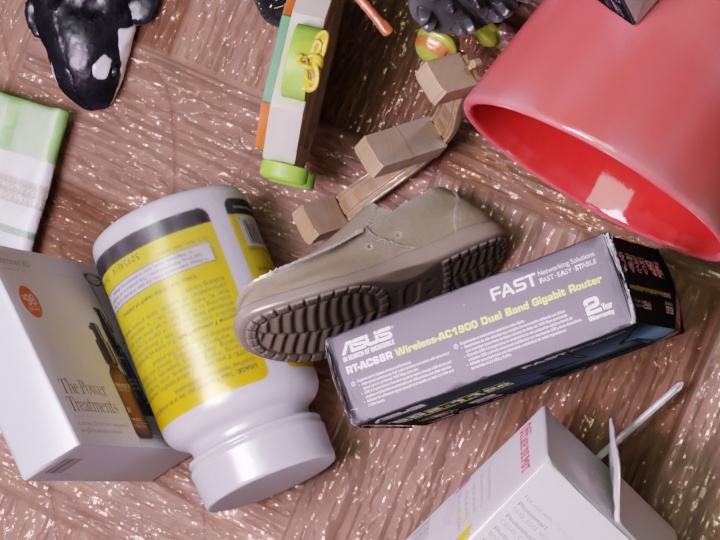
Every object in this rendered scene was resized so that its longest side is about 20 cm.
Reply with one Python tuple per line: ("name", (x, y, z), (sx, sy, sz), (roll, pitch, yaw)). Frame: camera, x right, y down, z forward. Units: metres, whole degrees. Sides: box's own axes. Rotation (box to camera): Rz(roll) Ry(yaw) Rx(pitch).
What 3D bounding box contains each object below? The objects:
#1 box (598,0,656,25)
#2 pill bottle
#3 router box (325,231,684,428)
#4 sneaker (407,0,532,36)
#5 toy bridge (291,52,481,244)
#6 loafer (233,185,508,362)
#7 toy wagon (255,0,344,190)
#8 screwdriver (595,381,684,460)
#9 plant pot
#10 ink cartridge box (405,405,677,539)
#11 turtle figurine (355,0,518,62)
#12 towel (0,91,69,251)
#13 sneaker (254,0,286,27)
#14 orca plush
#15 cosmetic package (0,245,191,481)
("box", (0.122, -0.253, 1.477), (0.200, 0.060, 0.117), (38, 87, 25))
("pill bottle", (-0.097, 0.054, 1.663), (0.114, 0.114, 0.201), (-26, 77, 16))
("router box", (0.096, 0.042, 1.574), (0.199, 0.150, 0.062), (-22, 79, 17))
("sneaker", (0.100, -0.233, 1.562), (0.200, 0.071, 0.098), (-46, 39, 0))
("toy bridge", (0.028, -0.083, 1.627), (0.027, 0.067, 0.200), (59, 139, 14))
("loafer", (0.000, 0.000, 1.627), (0.199, 0.076, 0.068), (-18, 54, -23))
("toy wagon", (-0.036, -0.134, 1.613), (0.039, 0.200, 0.156), (13, 90, 3))
("screwdriver", (0.137, 0.139, 1.613), (0.200, 0.029, 0.028), (-44, 73, 17))
("plant pot", (0.191, -0.129, 1.542), (0.200, 0.200, 0.178), (29, 84, 20))
("ink cartridge box", (0.109, 0.192, 1.550), (0.125, 0.129, 0.200), (44, 101, -7))
("turtle figurine", (0.078, -0.193, 1.627), (0.064, 0.200, 0.162), (0, 61, 61))
("towel", (-0.300, -0.039, 1.788), (0.149, 0.031, 0.201), (18, 92, 15))
("sneaker", (-0.057, -0.279, 1.703), (0.060, 0.104, 0.201), (-6, 119, -3))
("orca plush", (-0.198, -0.219, 1.745), (0.105, 0.071, 0.201), (14, 90, 20))
("cosmetic package", (-0.195, 0.065, 1.652), (0.052, 0.200, 0.151), (-33, 76, 14))
